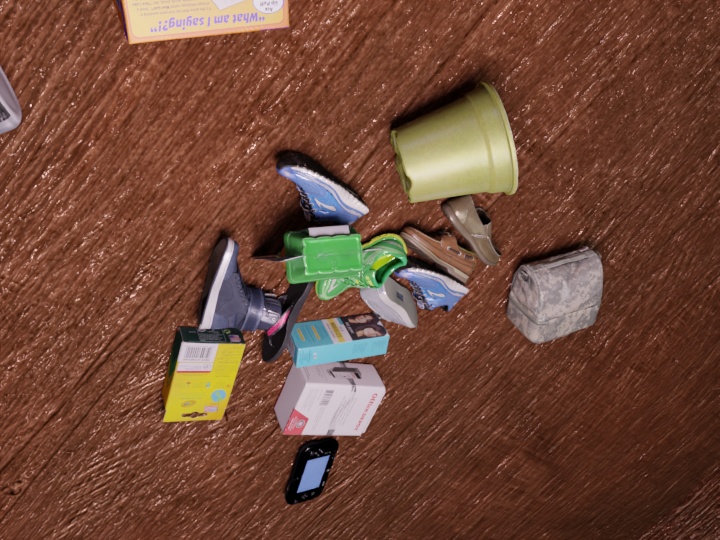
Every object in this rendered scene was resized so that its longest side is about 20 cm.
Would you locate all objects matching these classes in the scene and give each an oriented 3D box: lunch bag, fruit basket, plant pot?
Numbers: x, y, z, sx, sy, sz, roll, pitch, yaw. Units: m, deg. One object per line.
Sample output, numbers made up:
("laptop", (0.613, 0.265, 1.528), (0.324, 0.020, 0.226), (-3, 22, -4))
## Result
("lunch bag", (0.437, 0.043, 1.583), (0.198, 0.140, 0.169), (-13, 130, -19))
("fruit basket", (-0.081, -0.035, 1.245), (0.183, 0.200, 0.095), (-6, 99, -22))
("plant pot", (0.154, -0.206, 1.239), (0.182, 0.201, 0.202), (-16, 131, 1))

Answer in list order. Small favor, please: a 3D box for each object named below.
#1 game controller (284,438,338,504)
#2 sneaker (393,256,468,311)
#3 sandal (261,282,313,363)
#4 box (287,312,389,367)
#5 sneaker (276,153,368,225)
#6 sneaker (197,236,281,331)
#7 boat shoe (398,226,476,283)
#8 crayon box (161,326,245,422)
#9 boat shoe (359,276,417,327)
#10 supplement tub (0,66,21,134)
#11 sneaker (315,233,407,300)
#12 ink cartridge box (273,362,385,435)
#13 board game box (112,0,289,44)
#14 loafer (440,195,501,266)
("game controller", (-0.116, 0.479, 1.694), (0.103, 0.042, 0.202), (1, 124, -27))
("sneaker", (0.139, 0.038, 1.462), (0.199, 0.078, 0.090), (26, 98, -38))
("sandal", (-0.153, 0.083, 1.361), (0.045, 0.075, 0.202), (15, 109, -37))
("box", (-0.048, 0.140, 1.448), (0.198, 0.082, 0.050), (-7, 126, -23))
("sneaker", (-0.074, -0.126, 1.229), (0.089, 0.079, 0.199), (-48, 131, 10))
("sneaker", (-0.204, 0.030, 1.279), (0.145, 0.077, 0.203), (9, 130, -18))
("boat shoe", (0.157, -0.048, 1.428), (0.199, 0.072, 0.068), (32, 89, -38))
("crayon box", (-0.311, 0.204, 1.383), (0.126, 0.051, 0.202), (5, 121, -30))
("boat shoe", (0.059, 0.068, 1.463), (0.071, 0.071, 0.201), (-11, 152, 23))
("supplement tub", (-0.553, -0.206, 0.905), (0.198, 0.123, 0.123), (-24, 132, -8))
("sneaker", (0.000, 0.000, 1.362), (0.199, 0.084, 0.074), (-30, 132, 7))
("ink cartridge box", (-0.067, 0.277, 1.539), (0.198, 0.083, 0.148), (9, 120, -31))
("board game box", (-0.212, -0.417, 0.868), (0.198, 0.200, 0.202), (-12, 129, -18))
("loafer", (0.239, -0.080, 1.433), (0.067, 0.076, 0.200), (-38, 132, 12))
